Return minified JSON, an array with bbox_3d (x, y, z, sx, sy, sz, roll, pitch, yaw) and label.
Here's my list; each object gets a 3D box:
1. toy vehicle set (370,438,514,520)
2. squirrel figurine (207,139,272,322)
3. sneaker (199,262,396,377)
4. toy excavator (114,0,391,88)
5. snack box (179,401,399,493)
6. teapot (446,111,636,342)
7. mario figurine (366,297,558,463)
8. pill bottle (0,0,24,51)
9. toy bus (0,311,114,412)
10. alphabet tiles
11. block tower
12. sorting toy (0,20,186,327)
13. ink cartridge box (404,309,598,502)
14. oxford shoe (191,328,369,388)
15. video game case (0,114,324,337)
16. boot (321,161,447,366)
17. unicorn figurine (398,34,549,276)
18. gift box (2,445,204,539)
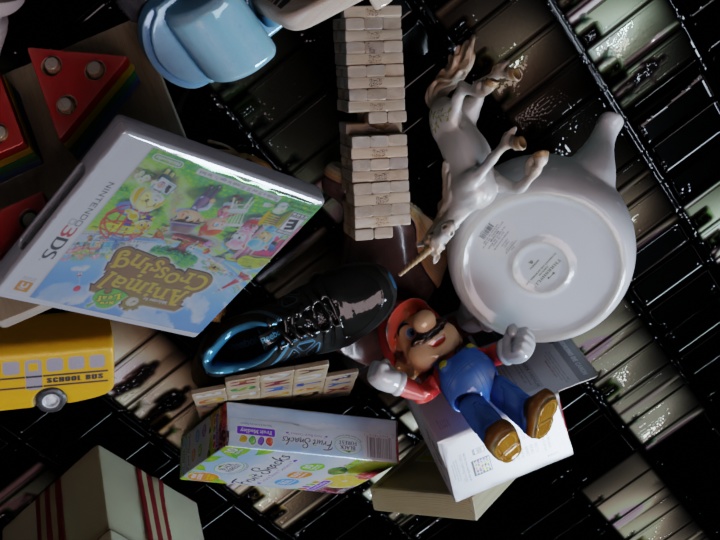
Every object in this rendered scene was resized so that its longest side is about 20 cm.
[{"bbox_3d":[0.113,0.205,1.290,0.123,0.200,0.027,-1,108,34],"label":"toy vehicle set"},{"bbox_3d":[-0.164,-0.036,1.091,0.185,0.142,0.201,-24,153,-20],"label":"squirrel figurine"},{"bbox_3d":[-0.058,0.055,1.118,0.198,0.082,0.074,-25,94,9],"label":"sneaker"},{"bbox_3d":[-0.077,-0.207,0.938,0.194,0.200,0.100,-38,129,-1],"label":"toy excavator"},{"bbox_3d":[-0.077,0.193,1.280,0.198,0.054,0.142,10,152,-25],"label":"snack box"},{"bbox_3d":[0.177,-0.034,1.191,0.198,0.146,0.199,-9,117,12],"label":"teapot"},{"bbox_3d":[0.087,0.086,1.125,0.123,0.200,0.107,0,120,-47],"label":"mario figurine"},{"bbox_3d":[-0.291,-0.258,0.879,0.113,0.114,0.201,10,121,-25],"label":"pill bottle"},{"bbox_3d":[-0.338,0.090,1.144,0.198,0.065,0.079,-4,125,-17],"label":"toy bus"},{"bbox_3d":[-0.085,0.120,1.202,0.165,0.008,0.200,-9,165,-7],"label":"alphabet tiles"},{"bbox_3d":[0.010,-0.133,1.067,0.053,0.058,0.203,-5,101,-13],"label":"block tower"},{"bbox_3d":[-0.241,-0.089,0.961,0.197,0.202,0.070,-23,165,-2],"label":"sorting toy"},{"bbox_3d":[0.139,0.120,1.243,0.174,0.200,0.085,-21,120,-4],"label":"ink cartridge box"},{"bbox_3d":[-0.084,0.092,1.247,0.198,0.073,0.085,1,150,-25],"label":"oxford shoe"},{"bbox_3d":[-0.154,-0.024,0.921,0.199,0.022,0.182,16,129,-45],"label":"video game case"},{"bbox_3d":[0.000,0.000,1.176,0.199,0.072,0.167,31,94,-43],"label":"boot"},{"bbox_3d":[0.099,-0.100,1.091,0.073,0.202,0.137,20,143,-35],"label":"unicorn figurine"},{"bbox_3d":[-0.271,0.339,1.271,0.184,0.187,0.200,34,107,-35],"label":"gift box"}]
